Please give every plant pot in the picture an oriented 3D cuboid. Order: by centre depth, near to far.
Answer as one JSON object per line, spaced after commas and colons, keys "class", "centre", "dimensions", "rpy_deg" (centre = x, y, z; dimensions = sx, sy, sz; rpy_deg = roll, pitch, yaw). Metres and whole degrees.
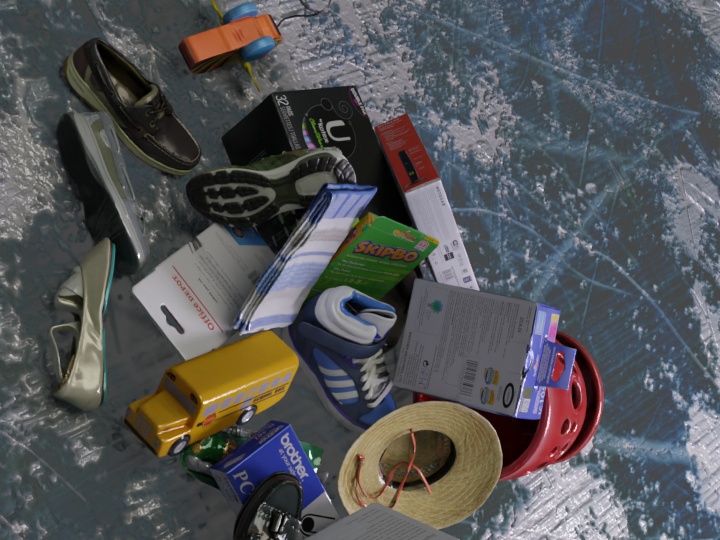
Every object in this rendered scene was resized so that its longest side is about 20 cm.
{"class": "plant pot", "centre": [0.192, 0.162, 1.793], "dimensions": [0.182, 0.200, 0.201], "rpy_deg": [6, 63, -55]}

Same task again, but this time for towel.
{"class": "towel", "centre": [-0.060, -0.013, 1.608], "dimensions": [0.024, 0.200, 0.147], "rpy_deg": [38, 15, 16]}

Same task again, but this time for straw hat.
{"class": "straw hat", "centre": [0.063, 0.217, 1.707], "dimensions": [0.201, 0.201, 0.085], "rpy_deg": [32, 16, -23]}

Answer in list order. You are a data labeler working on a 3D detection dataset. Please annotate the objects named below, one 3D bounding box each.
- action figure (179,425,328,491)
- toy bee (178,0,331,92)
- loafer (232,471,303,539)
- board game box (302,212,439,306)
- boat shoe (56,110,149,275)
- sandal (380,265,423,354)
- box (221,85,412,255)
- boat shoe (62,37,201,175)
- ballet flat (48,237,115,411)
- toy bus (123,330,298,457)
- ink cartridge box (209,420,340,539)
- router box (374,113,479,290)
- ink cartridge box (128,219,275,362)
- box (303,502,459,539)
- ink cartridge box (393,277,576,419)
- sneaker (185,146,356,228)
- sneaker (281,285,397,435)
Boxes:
{"class": "action figure", "centre": [-0.132, 0.215, 1.594], "dimensions": [0.199, 0.055, 0.119], "rpy_deg": [27, 56, -22]}
{"class": "toy bee", "centre": [-0.141, -0.291, 1.830], "dimensions": [0.199, 0.109, 0.132], "rpy_deg": [-4, 77, -15]}
{"class": "loafer", "centre": [-0.108, 0.310, 1.484], "dimensions": [0.072, 0.063, 0.201], "rpy_deg": [27, 89, -22]}
{"class": "board game box", "centre": [0.000, 0.000, 1.711], "dimensions": [0.095, 0.200, 0.030], "rpy_deg": [21, 46, -31]}
{"class": "boat shoe", "centre": [-0.281, -0.092, 1.612], "dimensions": [0.065, 0.074, 0.203], "rpy_deg": [-15, 71, -39]}
{"class": "sandal", "centre": [0.046, 0.017, 1.842], "dimensions": [0.082, 0.055, 0.201], "rpy_deg": [36, 46, -21]}
{"class": "box", "centre": [-0.056, -0.112, 1.777], "dimensions": [0.148, 0.124, 0.201], "rpy_deg": [-13, 75, -43]}
{"class": "boat shoe", "centre": [-0.263, -0.193, 1.683], "dimensions": [0.200, 0.065, 0.073], "rpy_deg": [40, 46, -18]}
{"class": "ballet flat", "centre": [-0.302, 0.052, 1.528], "dimensions": [0.069, 0.069, 0.201], "rpy_deg": [17, 58, -33]}
{"class": "toy bus", "centre": [-0.161, 0.133, 1.549], "dimensions": [0.065, 0.078, 0.200], "rpy_deg": [43, 36, 22]}
{"class": "ink cartridge box", "centre": [-0.078, 0.274, 1.558], "dimensions": [0.094, 0.044, 0.201], "rpy_deg": [-36, 110, -27]}
{"class": "router box", "centre": [0.087, -0.073, 1.810], "dimensions": [0.180, 0.049, 0.200], "rpy_deg": [-110, 178, -55]}
{"class": "ink cartridge box", "centre": [-0.182, 0.028, 1.634], "dimensions": [0.116, 0.068, 0.200], "rpy_deg": [53, 45, -4]}
{"class": "box", "centre": [-0.003, 0.385, 1.496], "dimensions": [0.200, 0.130, 0.200], "rpy_deg": [-20, 117, -44]}
{"class": "ink cartridge box", "centre": [0.150, 0.095, 1.667], "dimensions": [0.076, 0.199, 0.137], "rpy_deg": [13, 89, -57]}
{"class": "sneaker", "centre": [-0.103, -0.105, 1.654], "dimensions": [0.089, 0.199, 0.077], "rpy_deg": [-89, 171, -64]}
{"class": "sneaker", "centre": [0.008, 0.107, 1.699], "dimensions": [0.200, 0.146, 0.081], "rpy_deg": [50, 46, -8]}
